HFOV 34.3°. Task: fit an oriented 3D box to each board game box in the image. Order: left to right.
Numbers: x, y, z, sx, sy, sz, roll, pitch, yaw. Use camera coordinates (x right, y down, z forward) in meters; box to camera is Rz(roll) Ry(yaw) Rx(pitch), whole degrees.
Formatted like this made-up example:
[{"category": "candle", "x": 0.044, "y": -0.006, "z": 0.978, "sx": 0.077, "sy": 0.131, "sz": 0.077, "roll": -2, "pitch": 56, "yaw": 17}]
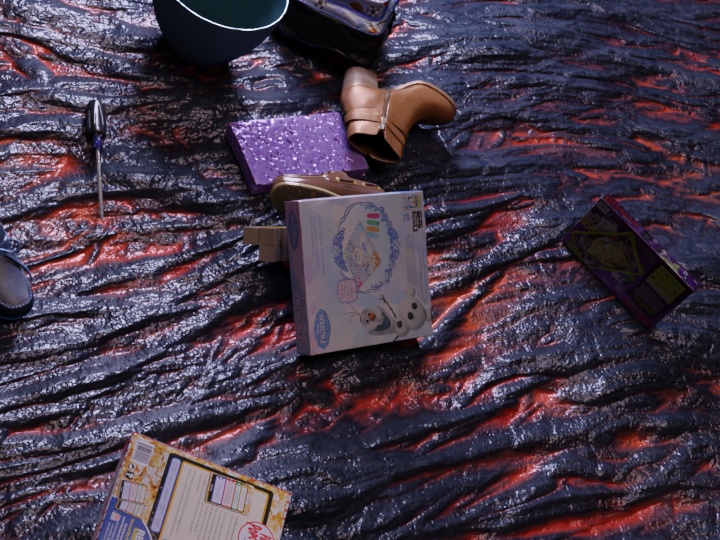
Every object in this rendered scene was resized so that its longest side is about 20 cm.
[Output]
[{"category": "board game box", "x": -0.188, "y": 0.286, "z": 1.300, "sx": 0.199, "sy": 0.046, "sz": 0.152, "roll": 24, "pitch": 48, "yaw": -12}, {"category": "board game box", "x": 0.000, "y": 0.000, "z": 1.554, "sx": 0.198, "sy": 0.043, "sz": 0.201, "roll": -7, "pitch": 95, "yaw": -34}, {"category": "board game box", "x": 0.417, "y": -0.013, "z": 1.817, "sx": 0.200, "sy": 0.120, "sz": 0.032, "roll": 47, "pitch": 44, "yaw": 8}]

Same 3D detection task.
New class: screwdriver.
[{"category": "screwdriver", "x": -0.351, "y": -0.146, "z": 1.544, "sx": 0.029, "sy": 0.028, "sz": 0.201, "roll": -8, "pitch": 57, "yaw": 2}]

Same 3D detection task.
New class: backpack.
[{"category": "backpack", "x": -0.024, "y": -0.434, "z": 1.868, "sx": 0.199, "sy": 0.154, "sz": 0.191, "roll": 28, "pitch": 37, "yaw": -5}]

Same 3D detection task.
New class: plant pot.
[{"category": "plant pot", "x": -0.222, "y": -0.381, "z": 1.717, "sx": 0.199, "sy": 0.135, "sz": 0.201, "roll": 15, "pitch": 50, "yaw": -19}]

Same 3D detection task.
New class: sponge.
[{"category": "sponge", "x": -0.092, "y": -0.174, "z": 1.709, "sx": 0.199, "sy": 0.030, "sz": 0.112, "roll": -12, "pitch": 64, "yaw": -35}]

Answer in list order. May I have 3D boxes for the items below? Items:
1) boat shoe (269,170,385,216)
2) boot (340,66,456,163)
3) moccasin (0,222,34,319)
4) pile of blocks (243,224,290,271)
[{"category": "boat shoe", "x": -0.043, "y": -0.104, "z": 1.662, "sx": 0.199, "sy": 0.072, "sz": 0.068, "roll": 10, "pitch": 47, "yaw": -31}, {"category": "boot", "x": 0.062, "y": -0.228, "z": 1.790, "sx": 0.199, "sy": 0.077, "sz": 0.156, "roll": 20, "pitch": 43, "yaw": -23}, {"category": "moccasin", "x": -0.453, "y": -0.031, "z": 1.370, "sx": 0.200, "sy": 0.068, "sz": 0.080, "roll": 49, "pitch": 48, "yaw": 10}, {"category": "pile of blocks", "x": -0.068, "y": -0.031, "z": 1.606, "sx": 0.199, "sy": 0.082, "sz": 0.063, "roll": -1, "pitch": 96, "yaw": -20}]
